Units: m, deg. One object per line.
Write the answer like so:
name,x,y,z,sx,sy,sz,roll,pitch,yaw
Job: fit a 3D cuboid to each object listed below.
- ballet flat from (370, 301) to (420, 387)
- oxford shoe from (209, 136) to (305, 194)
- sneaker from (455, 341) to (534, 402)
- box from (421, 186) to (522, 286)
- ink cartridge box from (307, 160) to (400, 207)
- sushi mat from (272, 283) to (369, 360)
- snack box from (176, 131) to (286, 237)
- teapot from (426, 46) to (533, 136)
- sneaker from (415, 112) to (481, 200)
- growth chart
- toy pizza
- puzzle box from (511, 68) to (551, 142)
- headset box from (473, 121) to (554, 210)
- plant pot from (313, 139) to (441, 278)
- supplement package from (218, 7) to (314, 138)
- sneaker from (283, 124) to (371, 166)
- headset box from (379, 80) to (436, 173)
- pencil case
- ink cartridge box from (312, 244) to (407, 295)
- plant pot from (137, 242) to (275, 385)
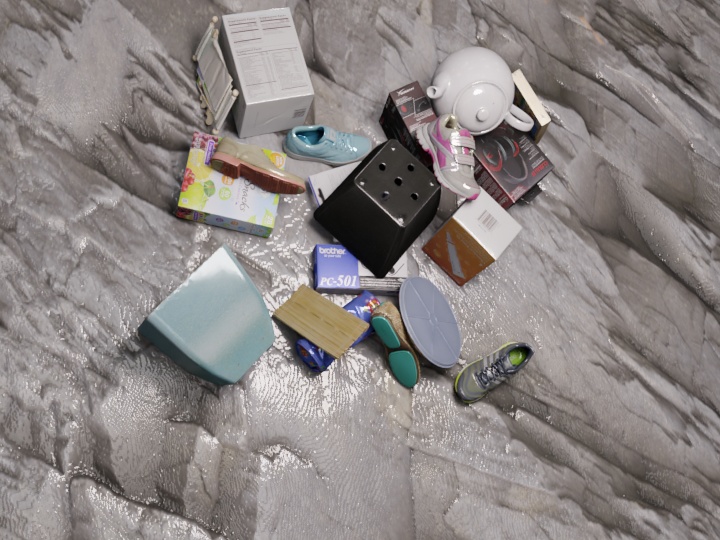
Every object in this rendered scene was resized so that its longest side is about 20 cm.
ballet flat,0.080,0.143,1.574,0.066,0.069,0.202,-61,138,-45
oxford shoe,-0.196,-0.212,1.566,0.197,0.071,0.075,21,66,-10
sneaker,0.280,0.203,1.634,0.198,0.081,0.074,-33,84,-21
box,0.228,-0.067,1.635,0.124,0.200,0.098,43,69,2
ink cartridge box,-0.014,-0.178,1.691,0.196,0.039,0.101,-17,79,-20
sushi mat,-0.079,0.098,1.540,0.198,0.012,0.095,29,60,36
snack box,-0.263,-0.176,1.609,0.196,0.068,0.172,12,71,-13
teapot,0.245,-0.357,1.644,0.197,0.199,0.147,-22,39,6
sneaker,0.185,-0.230,1.538,0.080,0.088,0.202,0,55,-48
growth chart,-0.306,-0.400,1.629,0.017,0.144,0.204,-6,69,-38
toy pizza,0.138,0.107,1.609,0.199,0.031,0.203,35,40,-35
puzzle box,0.370,-0.361,1.764,0.025,0.200,0.135,-30,83,2
headset box,0.329,-0.241,1.772,0.148,0.075,0.201,-37,86,-22
plant pot,0.052,-0.142,1.581,0.199,0.178,0.200,42,65,1
supplement package,-0.203,-0.414,1.648,0.148,0.152,0.204,-13,77,-18
sneaker,-0.064,-0.273,1.682,0.196,0.082,0.076,-3,75,-16
headset box,0.124,-0.280,1.696,0.074,0.149,0.203,-25,82,-12
pencil case,-0.035,0.124,1.576,0.199,0.078,0.088,-35,97,-21
ink cartridge box,0.000,0.000,1.639,0.196,0.044,0.096,2,72,-14
plant pot,-0.271,0.103,1.466,0.200,0.196,0.196,47,68,-8
